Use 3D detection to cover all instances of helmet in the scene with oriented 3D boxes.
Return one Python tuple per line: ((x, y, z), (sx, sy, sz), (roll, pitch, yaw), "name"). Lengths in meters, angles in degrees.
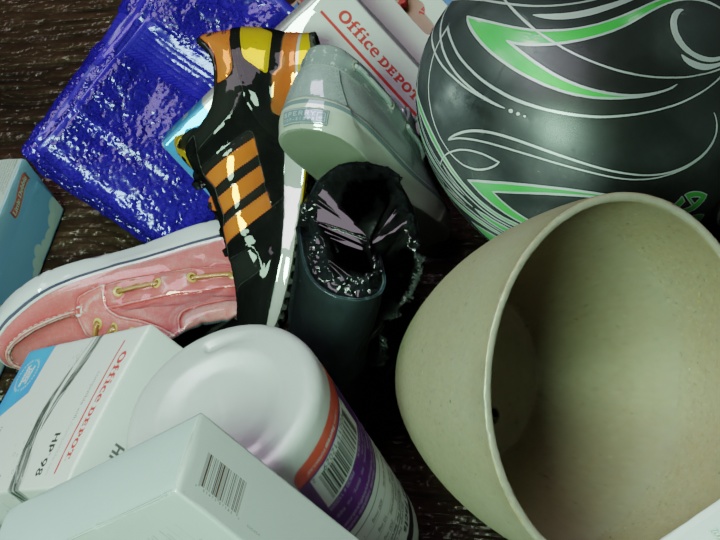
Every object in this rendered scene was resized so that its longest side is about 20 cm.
((0.131, -0.095, 1.025), (0.190, 0.201, 0.201), (-12, 49, -3), "helmet")

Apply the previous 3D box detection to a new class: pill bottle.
((-0.035, 0.130, 0.923), (0.111, 0.200, 0.112), (-15, 45, 16), "pill bottle")

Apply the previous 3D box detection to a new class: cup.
((0.101, 0.061, 0.940), (0.143, 0.200, 0.201), (-2, 51, 55), "cup")

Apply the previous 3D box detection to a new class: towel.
((-0.127, -0.124, 1.197), (0.147, 0.050, 0.200), (33, 81, 3), "towel")

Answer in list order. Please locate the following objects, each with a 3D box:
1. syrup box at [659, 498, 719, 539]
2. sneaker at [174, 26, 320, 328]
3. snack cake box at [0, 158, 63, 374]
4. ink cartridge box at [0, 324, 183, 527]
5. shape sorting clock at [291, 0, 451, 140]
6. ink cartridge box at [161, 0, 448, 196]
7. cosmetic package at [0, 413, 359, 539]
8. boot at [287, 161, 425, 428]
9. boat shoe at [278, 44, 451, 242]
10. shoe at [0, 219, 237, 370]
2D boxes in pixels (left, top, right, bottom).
((0.133, 0.211, 0.861), (0.200, 0.079, 0.082), (-33, 47, 0), "syrup box")
((-0.076, -0.055, 1.079), (0.090, 0.070, 0.201), (7, 94, 2), "sneaker")
((-0.306, 0.018, 1.241), (0.114, 0.067, 0.201), (-1, 55, 24), "snack cake box")
((-0.159, 0.102, 1.051), (0.200, 0.067, 0.116), (-13, 44, 51), "ink cartridge box")
((0.017, -0.159, 1.234), (0.199, 0.039, 0.201), (-14, 50, 17), "shape sorting clock")
((-0.021, -0.115, 1.135), (0.200, 0.116, 0.068), (-43, 10, 6), "ink cartridge box")
((-0.062, 0.167, 0.837), (0.150, 0.200, 0.052), (-29, 31, 35), "cosmetic package")
((0.000, 0.000, 1.010), (0.076, 0.169, 0.201), (15, 41, 2), "boot")
((0.012, -0.076, 1.052), (0.070, 0.201, 0.072), (5, 72, 24), "boat shoe")
((-0.157, 0.040, 1.146), (0.199, 0.072, 0.091), (-21, 45, 6), "shoe")
